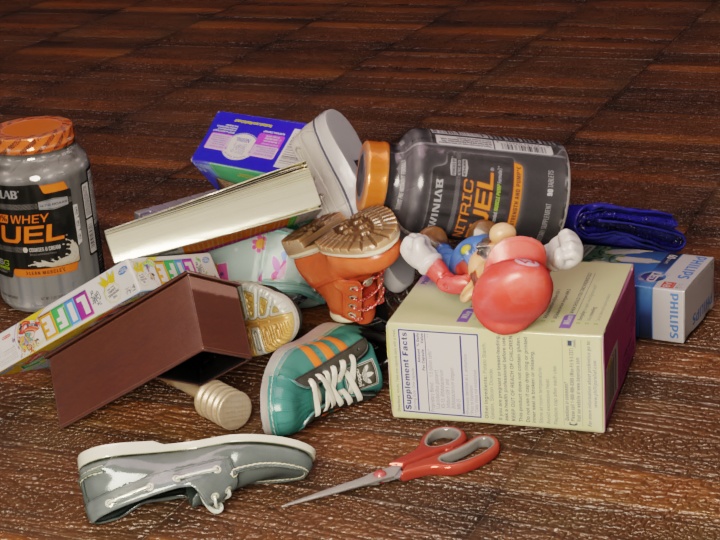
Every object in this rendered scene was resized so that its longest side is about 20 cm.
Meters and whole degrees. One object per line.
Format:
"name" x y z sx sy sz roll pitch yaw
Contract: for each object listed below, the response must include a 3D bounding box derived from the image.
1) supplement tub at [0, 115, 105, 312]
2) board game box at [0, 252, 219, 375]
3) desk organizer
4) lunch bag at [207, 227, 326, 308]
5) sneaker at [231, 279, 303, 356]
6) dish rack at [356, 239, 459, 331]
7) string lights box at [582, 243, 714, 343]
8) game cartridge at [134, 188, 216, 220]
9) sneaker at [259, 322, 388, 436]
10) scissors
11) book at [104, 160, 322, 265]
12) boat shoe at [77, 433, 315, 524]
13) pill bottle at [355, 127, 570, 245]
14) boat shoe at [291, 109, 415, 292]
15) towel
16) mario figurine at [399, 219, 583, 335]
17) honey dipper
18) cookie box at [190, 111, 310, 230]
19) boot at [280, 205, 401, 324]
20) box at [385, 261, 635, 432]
"supplement tub" -0.357 -0.065 1.763 0.122 0.201 0.123 -5 20 2
"board game box" -0.250 0.042 1.513 0.200 0.034 0.134 -28 -10 27
"desk organizer" -0.198 0.080 1.457 0.200 0.077 0.072 -29 -27 31
"lunch bag" -0.129 -0.002 1.666 0.199 0.077 0.160 4 -9 13
"sneaker" -0.105 0.044 1.549 0.087 0.076 0.200 -11 2 -36
"dish rack" 0.080 -0.028 1.623 0.199 0.055 0.154 -19 58 18
"string lights box" 0.252 0.019 1.614 0.199 0.059 0.103 7 23 28
"game cartridge" -0.176 -0.053 1.933 0.129 0.039 0.200 -14 22 -32
"sneaker" -0.026 0.096 1.454 0.080 0.072 0.200 0 19 23
"scissors" 0.031 0.172 1.323 0.199 0.014 0.073 -19 27 -37
"book" -0.140 -0.041 1.514 0.199 0.048 0.134 -18 -6 -6
"boat shoe" -0.134 0.177 1.309 0.199 0.073 0.062 -2 63 -11
"pill bottle" 0.097 -0.082 1.535 0.199 0.107 0.106 5 20 -9
"boat shoe" -0.013 -0.061 1.593 0.070 0.201 0.071 -31 -9 29
"towel" 0.239 -0.053 1.710 0.147 0.050 0.200 9 -2 -27
"mario figurine" 0.116 -0.019 1.399 0.123 0.106 0.200 -43 19 -4
"honey dipper" -0.170 0.107 1.508 0.038 0.038 0.200 -18 22 -31
"cookie box" -0.065 -0.082 1.753 0.171 0.200 0.075 12 65 39
"boot" 0.000 0.000 1.495 0.075 0.108 0.200 -30 10 -19
"box" 0.145 0.064 1.467 0.199 0.097 0.176 3 22 17
